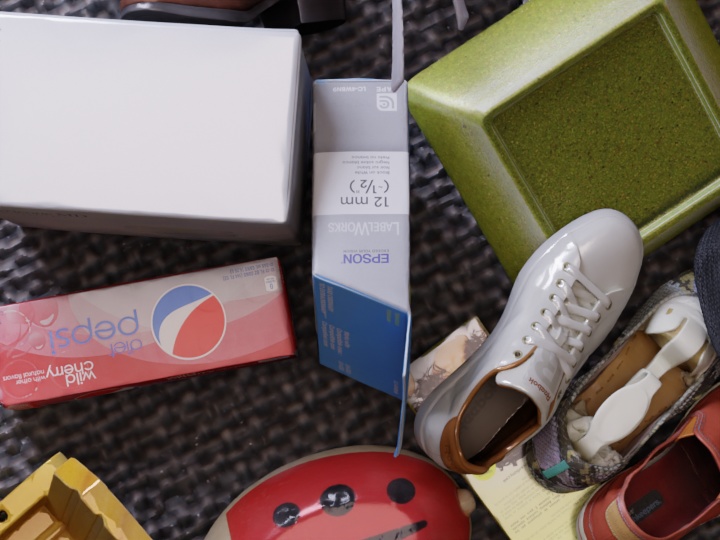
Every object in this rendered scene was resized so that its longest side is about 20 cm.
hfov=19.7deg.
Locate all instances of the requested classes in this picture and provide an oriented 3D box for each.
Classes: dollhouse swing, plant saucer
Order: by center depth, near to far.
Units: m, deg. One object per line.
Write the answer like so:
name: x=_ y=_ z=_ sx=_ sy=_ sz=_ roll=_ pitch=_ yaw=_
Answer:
dollhouse swing: x=-0.181 y=0.236 z=1.311 sx=0.182 sy=0.176 sz=0.200 roll=-41 pitch=88 yaw=-2
plant saucer: x=0.160 y=-0.087 z=1.348 sx=0.200 sy=0.048 sz=0.200 roll=-34 pitch=113 yaw=-2

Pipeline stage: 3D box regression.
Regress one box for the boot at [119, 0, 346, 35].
boot: x=-0.098 y=-0.252 z=1.355 sx=0.188 sy=0.068 sz=0.201 roll=-12 pitch=87 yaw=-37

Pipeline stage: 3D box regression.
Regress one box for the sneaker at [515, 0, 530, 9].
sneaker: x=0.161 y=-0.197 z=1.384 sx=0.115 sy=0.076 sz=0.201 roll=-2 pitch=84 yaw=2

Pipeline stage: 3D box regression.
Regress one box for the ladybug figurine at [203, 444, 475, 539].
ladybug figurine: x=-0.017 y=0.188 z=1.362 sx=0.200 sy=0.072 sz=0.136 roll=-26 pitch=86 yaw=-1

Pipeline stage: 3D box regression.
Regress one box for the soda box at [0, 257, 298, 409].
soda box: x=-0.144 y=0.042 z=1.378 sx=0.199 sy=0.063 sz=0.070 roll=-11 pitch=86 yaw=0

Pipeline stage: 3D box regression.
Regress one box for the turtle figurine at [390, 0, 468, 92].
turtle figurine: x=0.034 y=-0.246 z=1.290 sx=0.200 sy=0.144 sz=0.194 roll=43 pitch=120 yaw=26

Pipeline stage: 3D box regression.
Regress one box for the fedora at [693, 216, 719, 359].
fedora: x=0.275 y=0.009 z=1.338 sx=0.091 sy=0.200 sz=0.201 roll=-22 pitch=85 yaw=33

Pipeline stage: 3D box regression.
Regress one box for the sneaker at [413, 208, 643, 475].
sneaker: x=0.121 y=0.051 z=1.309 sx=0.073 sy=0.085 sz=0.200 roll=38 pitch=88 yaw=-19

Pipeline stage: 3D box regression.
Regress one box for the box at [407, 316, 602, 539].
box: x=0.107 y=0.131 z=1.376 sx=0.075 sy=0.050 sz=0.200 roll=-38 pitch=87 yaw=-2

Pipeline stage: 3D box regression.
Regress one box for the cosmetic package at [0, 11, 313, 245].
cosmetic package: x=-0.135 y=-0.085 z=1.318 sx=0.199 sy=0.200 sz=0.123 roll=4 pitch=86 yaw=2

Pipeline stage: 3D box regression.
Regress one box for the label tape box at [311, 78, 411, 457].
label tape box: x=0.000 y=0.000 z=1.310 sx=0.066 sy=0.143 sz=0.201 roll=2 pitch=65 yaw=1

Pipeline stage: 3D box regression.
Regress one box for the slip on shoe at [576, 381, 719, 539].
slip on shoe: x=0.227 y=0.124 z=1.348 sx=0.200 sy=0.061 sz=0.074 roll=-32 pitch=84 yaw=-26

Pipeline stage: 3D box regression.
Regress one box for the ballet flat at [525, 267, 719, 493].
ballet flat: x=0.190 y=0.068 z=1.343 sx=0.072 sy=0.072 sz=0.200 roll=45 pitch=70 yaw=3
